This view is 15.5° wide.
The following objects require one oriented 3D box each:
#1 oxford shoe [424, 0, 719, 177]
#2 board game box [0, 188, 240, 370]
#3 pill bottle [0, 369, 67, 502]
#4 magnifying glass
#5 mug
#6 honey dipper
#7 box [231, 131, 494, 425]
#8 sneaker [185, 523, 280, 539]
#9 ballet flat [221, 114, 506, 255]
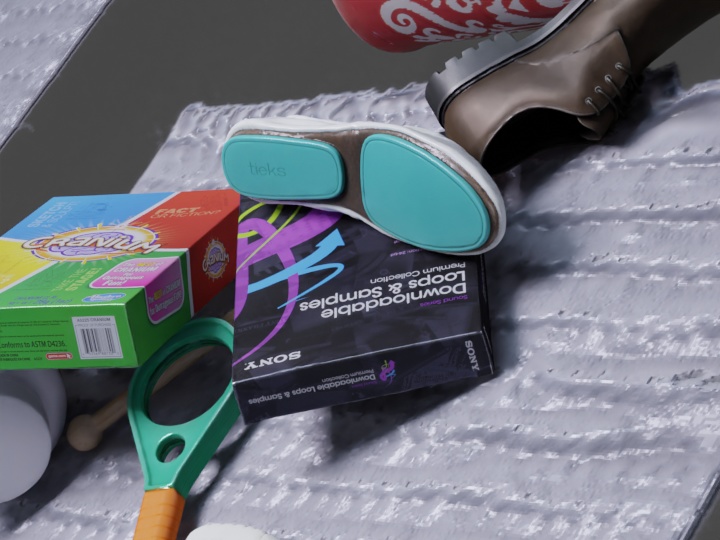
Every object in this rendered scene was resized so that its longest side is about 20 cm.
[{"bbox_3d":[0.141,-0.115,1.509,0.199,0.073,0.085,-32,55,11],"label":"oxford shoe"},{"bbox_3d":[-0.163,0.004,1.606,0.152,0.041,0.200,-2,20,22],"label":"board game box"},{"bbox_3d":[-0.247,0.065,1.680,0.109,0.109,0.200,-39,29,6],"label":"pill bottle"},{"bbox_3d":[-0.109,0.111,1.517,0.079,0.022,0.201,-10,50,27],"label":"magnifying glass"},{"bbox_3d":[0.099,-0.222,1.625,0.199,0.133,0.178,1,52,47],"label":"mug"},{"bbox_3d":[-0.101,0.049,1.606,0.200,0.038,0.038,-37,29,17],"label":"honey dipper"},{"bbox_3d":[0.000,0.000,1.497,0.142,0.036,0.200,-13,37,8],"label":"box"},{"bbox_3d":[-0.110,0.201,1.364,0.199,0.077,0.111,-18,31,43],"label":"sneaker"},{"bbox_3d":[0.012,-0.058,1.494,0.199,0.070,0.070,13,59,36],"label":"ballet flat"}]
